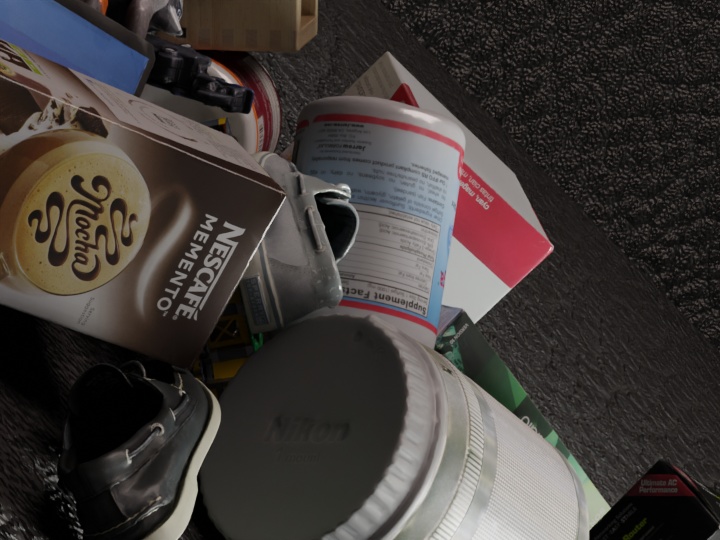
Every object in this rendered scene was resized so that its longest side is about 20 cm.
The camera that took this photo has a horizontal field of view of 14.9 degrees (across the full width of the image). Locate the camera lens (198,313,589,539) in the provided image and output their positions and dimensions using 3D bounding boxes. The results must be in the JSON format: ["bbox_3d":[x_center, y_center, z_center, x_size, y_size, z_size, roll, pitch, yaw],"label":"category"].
[{"bbox_3d":[0.024,0.133,1.560,0.200,0.160,0.160,39,14,-43],"label":"camera lens"}]

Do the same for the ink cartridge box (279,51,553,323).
[{"bbox_3d":[0.007,-0.019,1.936,0.145,0.200,0.145,41,11,-24],"label":"ink cartridge box"}]

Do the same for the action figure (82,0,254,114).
[{"bbox_3d":[-0.155,-0.175,1.778,0.199,0.105,0.193,21,8,18],"label":"action figure"}]

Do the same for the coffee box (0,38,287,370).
[{"bbox_3d":[-0.154,-0.039,1.406,0.199,0.113,0.080,21,14,-33],"label":"coffee box"}]

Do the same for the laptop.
[{"bbox_3d":[-0.195,-0.085,1.515,0.177,0.103,0.200,30,18,-26],"label":"laptop"}]

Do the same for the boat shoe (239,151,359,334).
[{"bbox_3d":[-0.035,-0.019,1.610,0.201,0.071,0.070,-93,172,-68],"label":"boat shoe"}]

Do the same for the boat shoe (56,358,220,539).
[{"bbox_3d":[-0.121,0.080,1.390,0.066,0.074,0.200,58,16,-19],"label":"boat shoe"}]

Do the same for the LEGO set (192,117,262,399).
[{"bbox_3d":[-0.126,-0.003,1.666,0.201,0.115,0.154,-96,175,-50],"label":"LEGO set"}]

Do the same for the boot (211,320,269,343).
[{"bbox_3d":[-0.032,0.084,1.790,0.200,0.068,0.131,43,17,-22],"label":"boot"}]

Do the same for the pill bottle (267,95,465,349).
[{"bbox_3d":[0.000,0.000,1.719,0.108,0.201,0.109,9,-11,2],"label":"pill bottle"}]

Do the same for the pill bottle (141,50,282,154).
[{"bbox_3d":[-0.117,-0.107,1.970,0.114,0.114,0.200,48,10,-3],"label":"pill bottle"}]

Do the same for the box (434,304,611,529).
[{"bbox_3d":[0.072,0.095,1.842,0.200,0.036,0.144,51,-19,-27],"label":"box"}]

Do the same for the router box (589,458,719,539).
[{"bbox_3d":[0.165,0.219,1.716,0.062,0.200,0.150,49,9,30],"label":"router box"}]

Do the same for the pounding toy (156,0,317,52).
[{"bbox_3d":[-0.106,-0.251,1.923,0.200,0.141,0.185,-65,156,-80],"label":"pounding toy"}]
